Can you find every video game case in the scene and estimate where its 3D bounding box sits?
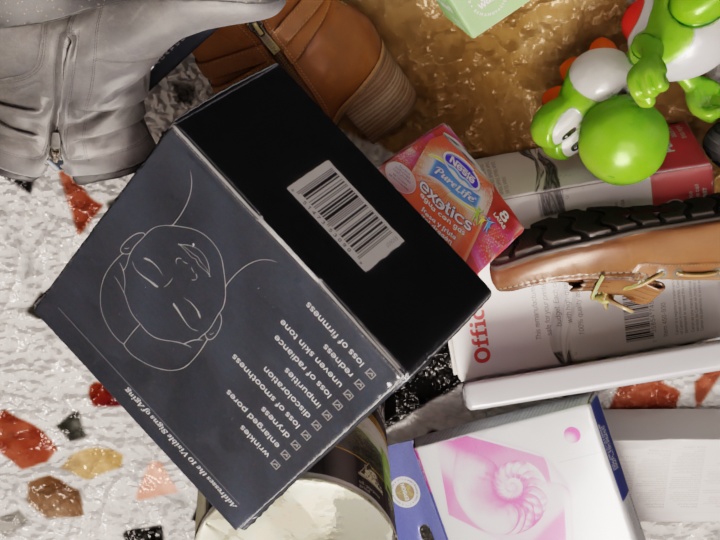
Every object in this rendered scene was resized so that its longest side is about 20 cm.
[{"bbox_3d":[0.174,0.076,1.162,0.199,0.182,0.022,-9,85,2],"label":"video game case"}]

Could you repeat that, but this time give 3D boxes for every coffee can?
[{"bbox_3d":[-0.049,0.152,1.168,0.146,0.200,0.147,-1,120,-2],"label":"coffee can"}]

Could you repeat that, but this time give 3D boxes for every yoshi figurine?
[{"bbox_3d":[0.211,-0.130,1.063,0.200,0.112,0.112,-40,108,12],"label":"yoshi figurine"}]

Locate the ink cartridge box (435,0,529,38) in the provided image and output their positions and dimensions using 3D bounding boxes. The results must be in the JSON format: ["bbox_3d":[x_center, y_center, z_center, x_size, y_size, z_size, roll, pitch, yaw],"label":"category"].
[{"bbox_3d":[0.060,-0.264,0.996,0.117,0.067,0.200,-34,115,3],"label":"ink cartridge box"}]

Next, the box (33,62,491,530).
[{"bbox_3d":[-0.064,0.019,0.979,0.200,0.124,0.197,47,129,3],"label":"box"}]

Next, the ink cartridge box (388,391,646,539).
[{"bbox_3d":[0.118,0.212,1.229,0.200,0.043,0.197,-18,96,20],"label":"ink cartridge box"}]

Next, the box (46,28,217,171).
[{"bbox_3d":[-0.153,-0.187,1.000,0.200,0.149,0.107,-40,114,17],"label":"box"}]

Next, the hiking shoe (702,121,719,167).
[{"bbox_3d":[0.337,-0.095,1.128,0.200,0.076,0.101,10,111,-23],"label":"hiking shoe"}]

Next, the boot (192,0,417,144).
[{"bbox_3d":[-0.073,-0.109,1.074,0.200,0.077,0.155,-38,128,11],"label":"boot"}]

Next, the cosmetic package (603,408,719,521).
[{"bbox_3d":[0.229,0.156,1.272,0.199,0.051,0.083,1,116,-3],"label":"cosmetic package"}]

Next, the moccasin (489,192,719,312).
[{"bbox_3d":[0.188,-0.006,1.075,0.201,0.074,0.078,-9,108,-9],"label":"moccasin"}]

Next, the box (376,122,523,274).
[{"bbox_3d":[0.000,0.000,1.073,0.200,0.100,0.096,-37,92,40],"label":"box"}]

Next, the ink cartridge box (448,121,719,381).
[{"bbox_3d":[0.153,-0.014,1.152,0.199,0.083,0.147,-9,118,2],"label":"ink cartridge box"}]

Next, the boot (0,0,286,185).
[{"bbox_3d":[-0.132,-0.119,0.924,0.199,0.070,0.132,-1,123,10],"label":"boot"}]
